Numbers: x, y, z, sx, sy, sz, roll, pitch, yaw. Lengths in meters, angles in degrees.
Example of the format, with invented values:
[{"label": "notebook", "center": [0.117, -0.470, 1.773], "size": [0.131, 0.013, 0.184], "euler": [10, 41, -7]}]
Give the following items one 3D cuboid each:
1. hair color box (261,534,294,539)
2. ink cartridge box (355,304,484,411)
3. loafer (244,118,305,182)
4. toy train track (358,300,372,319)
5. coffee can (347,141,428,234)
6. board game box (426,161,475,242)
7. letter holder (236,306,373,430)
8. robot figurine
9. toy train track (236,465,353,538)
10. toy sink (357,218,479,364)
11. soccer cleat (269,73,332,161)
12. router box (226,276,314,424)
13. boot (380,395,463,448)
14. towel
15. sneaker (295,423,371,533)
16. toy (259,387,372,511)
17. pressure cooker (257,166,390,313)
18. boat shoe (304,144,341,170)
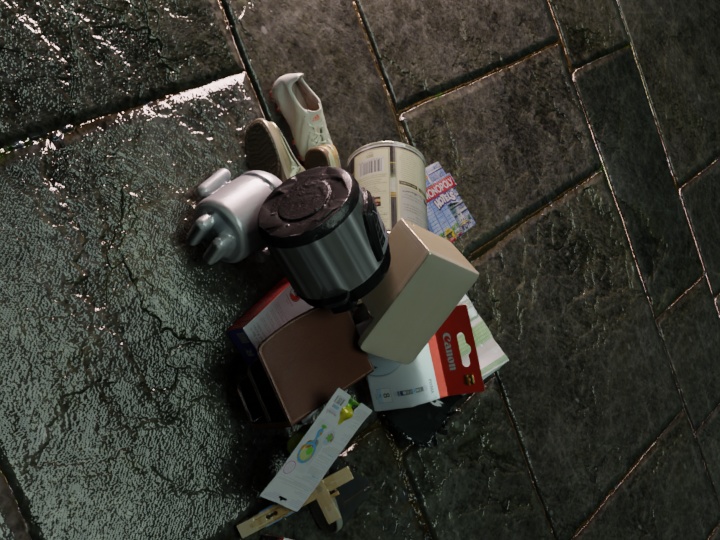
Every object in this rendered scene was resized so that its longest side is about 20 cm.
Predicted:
[{"label": "hair color box", "center": [-0.080, 0.509, 1.578], "size": [0.200, 0.064, 0.111], "euler": [27, 65, -36]}, {"label": "ink cartridge box", "center": [0.103, 0.154, 1.688], "size": [0.047, 0.199, 0.161], "euler": [-24, 103, -67]}, {"label": "loafer", "center": [-0.133, -0.167, 1.655], "size": [0.068, 0.075, 0.201], "euler": [-32, 102, -53]}, {"label": "toy train track", "center": [0.000, 0.000, 1.743], "size": [0.114, 0.033, 0.201], "euler": [-20, 86, -21]}, {"label": "coffee can", "center": [0.048, -0.105, 1.711], "size": [0.146, 0.146, 0.201], "euler": [26, 51, -38]}, {"label": "board game box", "center": [0.129, -0.143, 1.879], "size": [0.200, 0.062, 0.200], "euler": [-34, 94, -49]}, {"label": "letter holder", "center": [-0.099, 0.143, 1.539], "size": [0.200, 0.100, 0.143], "euler": [-29, 101, -43]}, {"label": "robot figurine", "center": [-0.188, -0.089, 1.555], "size": [0.170, 0.113, 0.200], "euler": [51, 50, 1]}, {"label": "toy train track", "center": [-0.106, 0.369, 1.552], "size": [0.199, 0.033, 0.115], "euler": [-26, 93, -11]}, {"label": "toy sink", "center": [0.072, 0.035, 1.594], "size": [0.130, 0.112, 0.200], "euler": [21, 112, -41]}, {"label": "soccer cleat", "center": [-0.088, -0.254, 1.708], "size": [0.069, 0.077, 0.201], "euler": [-44, 112, -39]}, {"label": "router box", "center": [-0.107, 0.128, 1.635], "size": [0.180, 0.049, 0.201], "euler": [-45, 113, -39]}, {"label": "boot", "center": [0.098, 0.216, 1.765], "size": [0.198, 0.073, 0.163], "euler": [37, 97, -10]}, {"label": "towel", "center": [0.176, 0.111, 1.753], "size": [0.149, 0.031, 0.201], "euler": [-28, 84, -44]}, {"label": "sneaker", "center": [-0.049, 0.332, 1.638], "size": [0.106, 0.075, 0.201], "euler": [-33, 119, -47]}, {"label": "toy", "center": [-0.077, 0.272, 1.507], "size": [0.200, 0.047, 0.115], "euler": [-51, 142, -2]}, {"label": "pressure cooker", "center": [-0.048, -0.041, 1.512], "size": [0.176, 0.178, 0.200], "euler": [-45, 130, -21]}, {"label": "boat shoe", "center": [-0.050, -0.123, 1.708], "size": [0.076, 0.071, 0.201], "euler": [-31, 124, -57]}]
